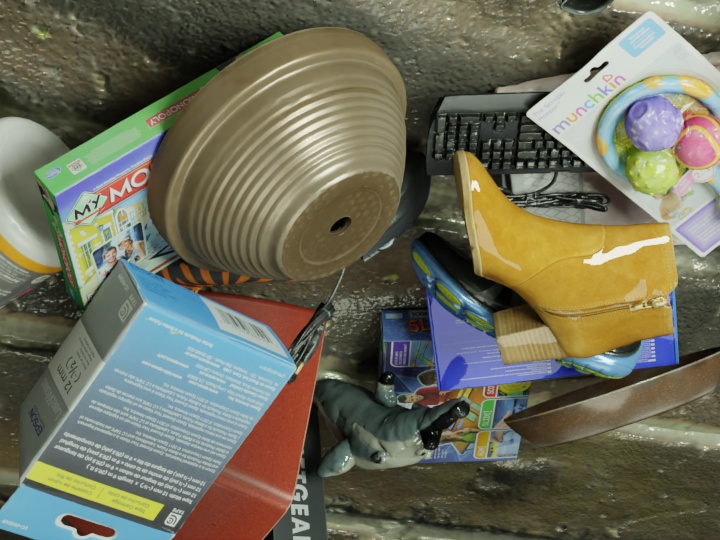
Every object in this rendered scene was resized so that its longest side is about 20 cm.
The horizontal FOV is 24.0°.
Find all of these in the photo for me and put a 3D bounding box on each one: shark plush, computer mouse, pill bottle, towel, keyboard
[{"bbox_3d":[0.018,0.125,1.431,0.090,0.084,0.200,-9,177,-22],"label":"shark plush"},{"bbox_3d":[0.000,0.000,1.259,0.034,0.201,0.059,30,175,3],"label":"computer mouse"},{"bbox_3d":[-0.297,-0.020,1.239,0.199,0.117,0.116,-28,137,29],"label":"pill bottle"},{"bbox_3d":[0.200,-0.079,1.283,0.190,0.032,0.200,-8,144,4],"label":"towel"},{"bbox_3d":[0.145,-0.081,1.231,0.199,0.021,0.127,-1,140,-4],"label":"keyboard"}]

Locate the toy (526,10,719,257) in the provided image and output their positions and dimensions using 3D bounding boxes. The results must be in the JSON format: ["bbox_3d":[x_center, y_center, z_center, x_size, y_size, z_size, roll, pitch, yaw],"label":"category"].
[{"bbox_3d":[0.227,-0.081,1.193,0.200,0.047,0.115,33,121,-32],"label":"toy"}]

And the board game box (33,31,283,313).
[{"bbox_3d":[-0.124,-0.067,1.180,0.200,0.029,0.135,-33,149,-20],"label":"board game box"}]

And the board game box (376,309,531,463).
[{"bbox_3d":[0.082,0.106,1.509,0.135,0.035,0.200,-1,142,-4],"label":"board game box"}]

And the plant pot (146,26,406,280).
[{"bbox_3d":[-0.038,-0.059,1.163,0.200,0.093,0.201,-28,149,-19],"label":"plant pot"}]

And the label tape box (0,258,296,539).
[{"bbox_3d":[-0.162,0.108,1.213,0.143,0.066,0.200,26,108,-38],"label":"label tape box"}]

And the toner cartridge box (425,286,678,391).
[{"bbox_3d":[0.156,0.038,1.389,0.199,0.043,0.095,-6,113,3],"label":"toner cartridge box"}]

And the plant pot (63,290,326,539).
[{"bbox_3d":[-0.158,0.127,1.401,0.176,0.201,0.200,24,136,-14],"label":"plant pot"}]

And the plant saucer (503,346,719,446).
[{"bbox_3d":[0.220,0.111,1.441,0.199,0.035,0.200,-18,177,-1],"label":"plant saucer"}]

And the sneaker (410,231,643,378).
[{"bbox_3d":[0.131,0.017,1.330,0.199,0.083,0.071,23,171,-2],"label":"sneaker"}]

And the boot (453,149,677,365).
[{"bbox_3d":[0.152,-0.020,1.228,0.143,0.071,0.202,-15,126,7],"label":"boot"}]

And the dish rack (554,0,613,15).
[{"bbox_3d":[0.104,-0.249,1.029,0.199,0.055,0.153,17,137,-26],"label":"dish rack"}]

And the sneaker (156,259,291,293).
[{"bbox_3d":[-0.113,-0.011,1.316,0.199,0.078,0.112,6,150,-5],"label":"sneaker"}]

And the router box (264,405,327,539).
[{"bbox_3d":[-0.073,0.246,1.543,0.052,0.201,0.158,5,141,-14],"label":"router box"}]
